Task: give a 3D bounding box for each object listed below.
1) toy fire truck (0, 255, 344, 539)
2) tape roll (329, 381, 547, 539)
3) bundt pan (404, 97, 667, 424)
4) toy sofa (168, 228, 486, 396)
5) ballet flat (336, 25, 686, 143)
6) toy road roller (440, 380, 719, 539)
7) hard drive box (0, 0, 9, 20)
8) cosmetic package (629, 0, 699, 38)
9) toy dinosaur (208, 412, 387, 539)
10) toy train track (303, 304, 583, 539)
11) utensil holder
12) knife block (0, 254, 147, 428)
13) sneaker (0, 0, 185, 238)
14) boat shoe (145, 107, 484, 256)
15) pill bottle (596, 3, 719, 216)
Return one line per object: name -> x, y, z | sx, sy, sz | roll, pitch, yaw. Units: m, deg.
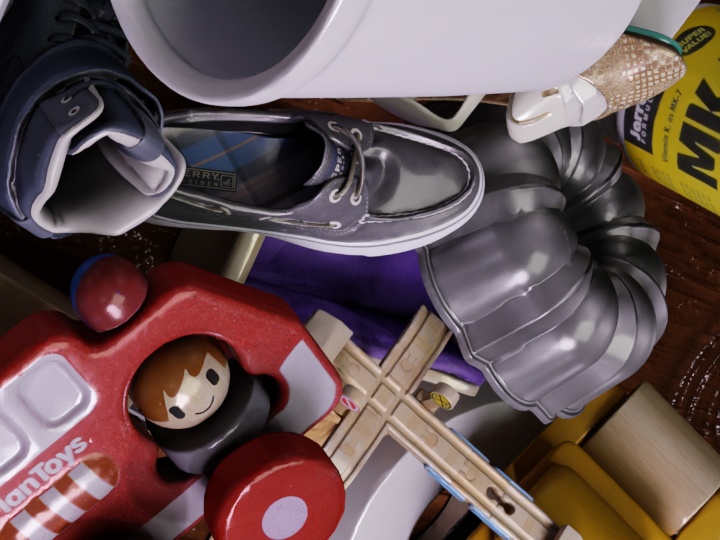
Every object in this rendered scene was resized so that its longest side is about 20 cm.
toy fire truck -> -0.111, 0.080, 0.814 | 0.199, 0.112, 0.168 | -39, 131, -3
tape roll -> 0.047, 0.160, 1.130 | 0.201, 0.071, 0.205 | -20, 125, -31
bundt pan -> 0.109, -0.021, 0.989 | 0.075, 0.204, 0.201 | -26, 145, 31
toy sofa -> 0.000, 0.000, 0.982 | 0.199, 0.097, 0.084 | 17, 103, -43
ballet flat -> 0.071, -0.100, 0.922 | 0.071, 0.198, 0.066 | 57, 45, -60
toy road roller -> 0.138, 0.153, 1.026 | 0.200, 0.123, 0.146 | -44, 172, -15
hard drive box -> -0.243, -0.109, 0.734 | 0.155, 0.077, 0.202 | 19, 101, -44
cosmetic package -> 0.180, -0.189, 0.994 | 0.051, 0.082, 0.201 | 43, 66, -10
toy dinosaur -> -0.030, 0.093, 1.024 | 0.105, 0.061, 0.200 | -15, 156, -32
toy train track -> 0.047, 0.093, 0.912 | 0.200, 0.032, 0.115 | 42, 65, -11
utensil holder -> 0.012, -0.160, 0.762 | 0.199, 0.169, 0.172 | -7, 118, -45
knife block -> -0.153, 0.043, 0.904 | 0.174, 0.064, 0.202 | -19, 124, -32
sneaker -> -0.112, -0.110, 0.795 | 0.077, 0.146, 0.204 | 29, 93, -42
boat shoe -> -0.029, -0.052, 0.868 | 0.197, 0.066, 0.071 | 6, 78, -11
pill bottle -> 0.226, -0.092, 1.044 | 0.113, 0.200, 0.116 | -20, 125, -30
